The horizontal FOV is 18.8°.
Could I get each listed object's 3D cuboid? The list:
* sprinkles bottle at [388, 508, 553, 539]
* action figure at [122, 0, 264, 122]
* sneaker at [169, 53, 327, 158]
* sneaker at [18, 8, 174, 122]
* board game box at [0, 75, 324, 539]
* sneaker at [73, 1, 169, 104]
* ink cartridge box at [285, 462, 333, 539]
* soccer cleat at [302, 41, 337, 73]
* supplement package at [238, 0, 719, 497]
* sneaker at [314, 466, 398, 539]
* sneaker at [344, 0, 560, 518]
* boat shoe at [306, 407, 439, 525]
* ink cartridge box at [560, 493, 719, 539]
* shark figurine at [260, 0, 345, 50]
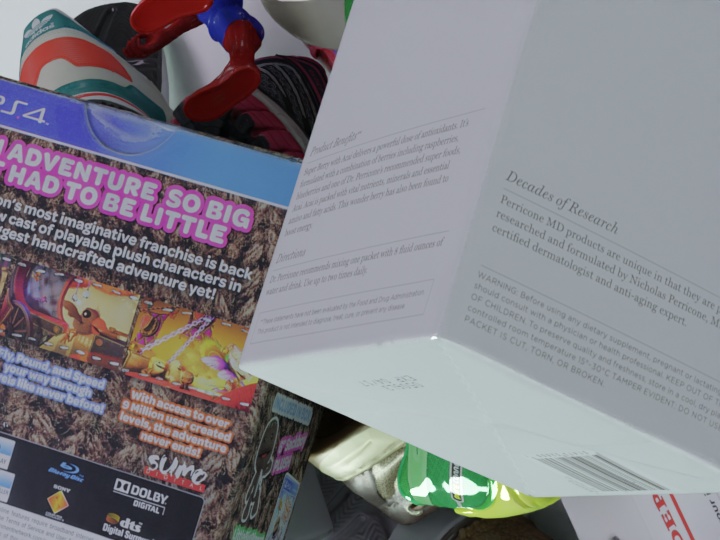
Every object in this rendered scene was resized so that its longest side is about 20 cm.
[{"bbox_3d":[0.088,0.151,0.843,0.200,0.068,0.069,30,128,51],"label":"sprinkles bottle"},{"bbox_3d":[-0.088,-0.120,0.928,0.066,0.098,0.200,61,-165,-24],"label":"action figure"},{"bbox_3d":[0.000,0.000,0.923,0.080,0.075,0.201,-20,102,44],"label":"sneaker"},{"bbox_3d":[-0.094,-0.046,1.003,0.200,0.070,0.094,49,-165,-51],"label":"sneaker"},{"bbox_3d":[-0.101,0.043,0.826,0.158,0.097,0.201,16,86,14],"label":"board game box"},{"bbox_3d":[-0.122,-0.027,1.106,0.115,0.075,0.202,50,-139,-62],"label":"sneaker"},{"bbox_3d":[-0.132,0.081,0.953,0.199,0.083,0.146,-21,86,26],"label":"ink cartridge box"},{"bbox_3d":[-0.011,-0.114,0.884,0.068,0.073,0.201,-41,68,57],"label":"soccer cleat"},{"bbox_3d":[0.066,-0.046,0.656,0.121,0.119,0.201,-11,58,60],"label":"supplement package"},{"bbox_3d":[-0.025,0.120,1.027,0.200,0.077,0.113,34,147,39],"label":"sneaker"},{"bbox_3d":[0.018,-0.012,0.753,0.083,0.074,0.202,-17,80,30],"label":"sneaker"},{"bbox_3d":[0.066,0.046,0.827,0.200,0.072,0.072,-32,108,36],"label":"boat shoe"},{"bbox_3d":[0.151,0.067,0.702,0.117,0.067,0.200,66,148,17],"label":"ink cartridge box"},{"bbox_3d":[0.035,-0.151,0.797,0.127,0.090,0.216,15,131,18],"label":"shark figurine"}]
